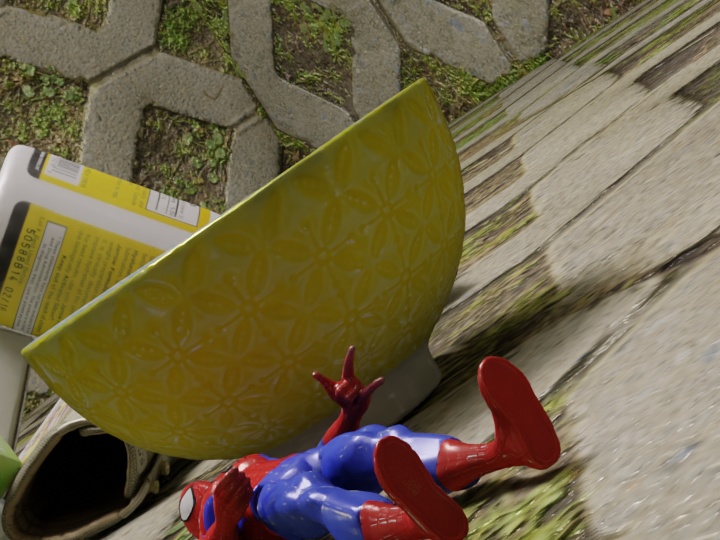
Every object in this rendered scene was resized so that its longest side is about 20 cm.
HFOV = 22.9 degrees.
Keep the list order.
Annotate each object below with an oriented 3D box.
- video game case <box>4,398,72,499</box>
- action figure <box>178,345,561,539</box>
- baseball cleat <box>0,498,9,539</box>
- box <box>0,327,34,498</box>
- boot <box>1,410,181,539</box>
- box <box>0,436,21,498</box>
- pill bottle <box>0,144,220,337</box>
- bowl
[{"bbox_3d":[-0.212,0.115,1.255,0.183,0.023,0.200,-56,9,-12],"label":"video game case"},{"bbox_3d":[-0.015,0.066,0.557,0.065,0.052,0.200,-40,4,-30],"label":"action figure"},{"bbox_3d":[-0.280,0.182,1.100,0.199,0.070,0.106,-32,5,18],"label":"baseball cleat"},{"bbox_3d":[-0.298,0.110,1.155,0.200,0.127,0.110,133,148,-58],"label":"box"},{"bbox_3d":[-0.106,0.073,1.000,0.199,0.072,0.155,-38,3,12],"label":"boot"},{"bbox_3d":[-0.291,0.122,0.915,0.145,0.199,0.036,-56,45,5],"label":"box"},{"bbox_3d":[-0.143,0.004,1.125,0.111,0.198,0.112,-161,90,-81],"label":"pill bottle"},{"bbox_3d":[-0.028,0.021,0.729,0.199,0.108,0.200,-33,4,3],"label":"bowl"}]
